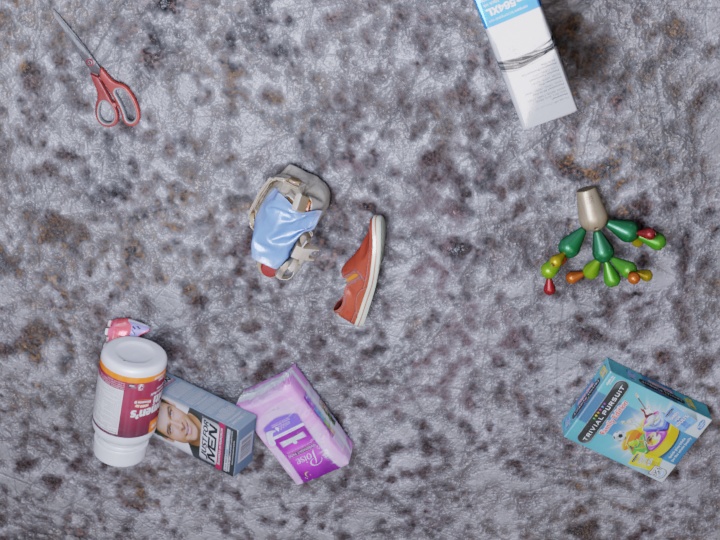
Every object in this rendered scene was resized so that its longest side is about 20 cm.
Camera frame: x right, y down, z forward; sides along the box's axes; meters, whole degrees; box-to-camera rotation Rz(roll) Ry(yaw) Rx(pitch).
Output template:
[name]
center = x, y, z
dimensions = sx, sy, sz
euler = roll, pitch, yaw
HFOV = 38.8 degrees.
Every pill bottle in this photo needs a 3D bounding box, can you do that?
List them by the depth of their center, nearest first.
[pill bottle]
center = -0.390, 0.221, 1.709
dimensions = 0.109, 0.110, 0.201
euler = 13, 115, -2

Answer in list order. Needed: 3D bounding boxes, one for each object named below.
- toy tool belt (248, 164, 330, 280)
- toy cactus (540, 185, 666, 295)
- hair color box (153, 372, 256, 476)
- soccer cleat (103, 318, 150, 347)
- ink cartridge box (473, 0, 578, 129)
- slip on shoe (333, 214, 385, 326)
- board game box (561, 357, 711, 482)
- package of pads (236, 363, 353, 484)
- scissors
[toy tool belt]
center = -0.123, -0.055, 1.597
dimensions = 0.124, 0.123, 0.201
euler = 22, 117, -6
[toy cactus]
center = 0.367, -0.046, 1.586
dimensions = 0.198, 0.102, 0.166
euler = -13, 105, 21
[hair color box]
center = -0.279, 0.264, 1.763
dimensions = 0.199, 0.061, 0.100
euler = 22, 119, 23
[soccer cleat]
center = -0.409, 0.175, 1.773
dimensions = 0.076, 0.067, 0.202
euler = 8, 114, -4
[ink cartridge box]
center = 0.226, -0.317, 1.423
dimensions = 0.084, 0.146, 0.201
euler = -19, 113, 13
[slip on shoe]
center = 0.000, 0.000, 1.646
dimensions = 0.061, 0.074, 0.201
euler = 16, 122, 0
[board game box]
center = 0.469, 0.258, 1.744
dimensions = 0.199, 0.047, 0.152
euler = 25, 116, -8
[package of pads]
center = -0.114, 0.272, 1.787
dimensions = 0.120, 0.076, 0.201
euler = -26, 111, 21
[scissors]
center = -0.399, -0.310, 1.558
dimensions = 0.073, 0.014, 0.201
euler = -13, 114, 14
